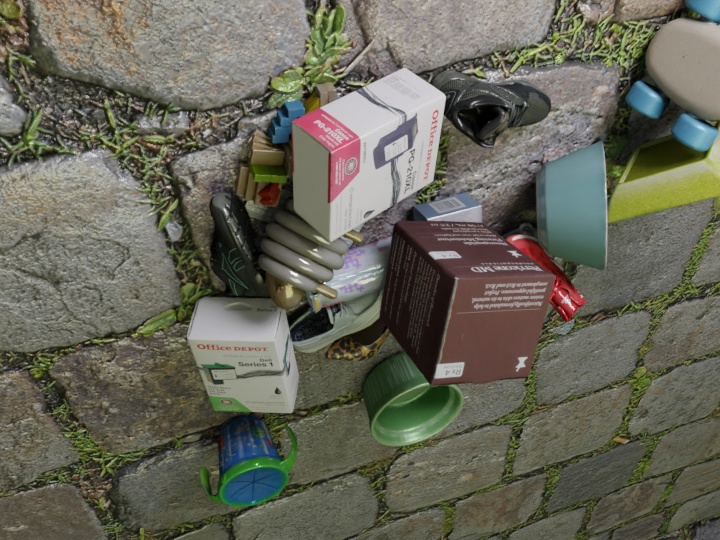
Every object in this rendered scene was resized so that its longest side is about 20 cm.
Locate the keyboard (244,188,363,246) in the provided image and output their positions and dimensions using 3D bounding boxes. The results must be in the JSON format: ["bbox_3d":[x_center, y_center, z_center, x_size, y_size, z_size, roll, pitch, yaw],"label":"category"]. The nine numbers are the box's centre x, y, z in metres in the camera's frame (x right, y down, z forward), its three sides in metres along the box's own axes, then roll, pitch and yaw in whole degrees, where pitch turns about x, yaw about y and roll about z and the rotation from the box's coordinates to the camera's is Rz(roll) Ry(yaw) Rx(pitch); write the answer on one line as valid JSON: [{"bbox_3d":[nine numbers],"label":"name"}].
[{"bbox_3d":[-0.081,-0.083,1.028,0.198,0.011,0.057,15,124,-36],"label":"keyboard"}]

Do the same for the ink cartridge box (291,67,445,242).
[{"bbox_3d":[0.011,-0.154,0.892,0.199,0.084,0.146,-32,146,-29],"label":"ink cartridge box"}]

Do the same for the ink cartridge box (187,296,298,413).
[{"bbox_3d":[-0.187,0.142,1.113,0.143,0.085,0.202,0,136,6],"label":"ink cartridge box"}]

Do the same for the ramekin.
[{"bbox_3d":[0.099,0.254,1.375,0.197,0.098,0.202,-13,136,-13],"label":"ramekin"}]

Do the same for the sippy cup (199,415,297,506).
[{"bbox_3d":[-0.216,0.358,1.306,0.175,0.131,0.141,-1,133,-23],"label":"sippy cup"}]

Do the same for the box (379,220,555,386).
[{"bbox_3d":[0.145,0.040,0.993,0.163,0.200,0.167,-1,115,-23],"label":"box"}]

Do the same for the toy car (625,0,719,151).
[{"bbox_3d":[0.538,-0.291,1.009,0.198,0.177,0.186,-4,132,-38],"label":"toy car"}]

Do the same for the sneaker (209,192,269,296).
[{"bbox_3d":[-0.187,-0.026,0.984,0.078,0.076,0.202,-8,137,7],"label":"sneaker"}]

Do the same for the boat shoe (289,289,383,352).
[{"bbox_3d":[-0.039,0.076,1.148,0.199,0.071,0.071,-32,159,12],"label":"boat shoe"}]

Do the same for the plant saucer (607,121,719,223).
[{"bbox_3d":[0.488,-0.165,1.060,0.198,0.200,0.048,-15,115,44],"label":"plant saucer"}]

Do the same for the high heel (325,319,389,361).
[{"bbox_3d":[0.025,0.079,1.186,0.198,0.072,0.144,-22,142,-24],"label":"high heel"}]

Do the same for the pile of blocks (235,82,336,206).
[{"bbox_3d":[-0.097,-0.160,0.902,0.081,0.063,0.201,22,117,-38],"label":"pile of blocks"}]

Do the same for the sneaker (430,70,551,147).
[{"bbox_3d":[0.199,-0.217,0.953,0.197,0.115,0.077,3,133,-29],"label":"sneaker"}]

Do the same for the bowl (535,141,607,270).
[{"bbox_3d":[0.337,-0.100,1.094,0.103,0.203,0.202,-2,141,17],"label":"bowl"}]

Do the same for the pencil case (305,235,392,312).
[{"bbox_3d":[0.000,0.000,1.090,0.197,0.084,0.091,-17,173,-10],"label":"pencil case"}]

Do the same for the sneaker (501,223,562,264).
[{"bbox_3d":[0.277,0.000,1.230,0.114,0.075,0.201,16,119,-35],"label":"sneaker"}]

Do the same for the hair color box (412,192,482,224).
[{"bbox_3d":[0.145,-0.016,1.122,0.097,0.061,0.203,-14,120,-15],"label":"hair color box"}]

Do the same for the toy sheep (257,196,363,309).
[{"bbox_3d":[-0.075,-0.039,0.976,0.137,0.137,0.203,26,87,-40],"label":"toy sheep"}]

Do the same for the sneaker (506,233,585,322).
[{"bbox_3d":[0.312,0.015,1.127,0.198,0.116,0.079,22,112,-41],"label":"sneaker"}]
